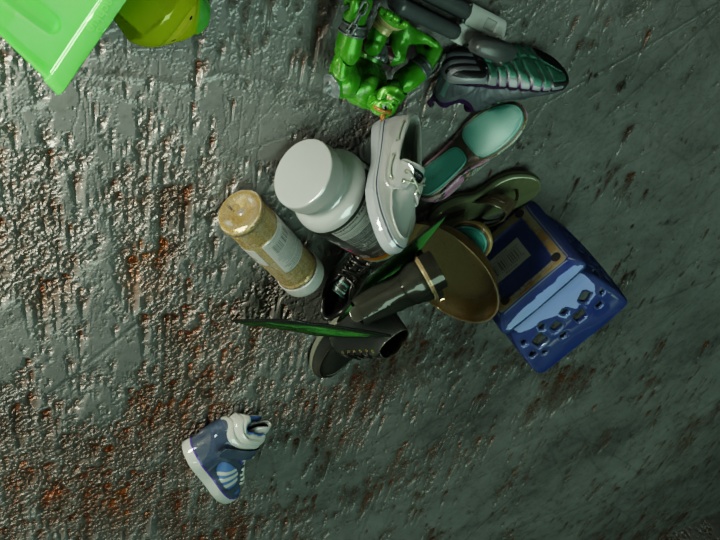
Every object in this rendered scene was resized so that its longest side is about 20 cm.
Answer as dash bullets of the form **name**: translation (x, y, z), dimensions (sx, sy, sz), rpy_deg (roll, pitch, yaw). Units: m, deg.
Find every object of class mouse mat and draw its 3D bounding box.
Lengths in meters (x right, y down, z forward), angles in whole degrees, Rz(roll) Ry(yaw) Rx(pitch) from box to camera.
- **mouse mat**: translation (0.043, -0.001, 1.398), dimensions (0.161, 0.008, 0.200), rpy_deg (-38, 173, -27)
- **mouse mat**: translation (-0.073, 0.088, 1.450), dimensions (0.199, 0.008, 0.160), rpy_deg (11, 170, -41)

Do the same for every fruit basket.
- **fruit basket**: translation (-0.226, -0.267, 0.919), dimensions (0.213, 0.156, 0.217), rpy_deg (-8, 128, -10)

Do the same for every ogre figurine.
- **ogre figurine**: translation (0.023, -0.251, 1.167), dimensions (0.121, 0.098, 0.200), rpy_deg (-60, 169, 14)

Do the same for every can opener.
- **can opener**: translation (0.123, -0.307, 1.191), dimensions (0.199, 0.067, 0.054), rpy_deg (10, 114, -45)

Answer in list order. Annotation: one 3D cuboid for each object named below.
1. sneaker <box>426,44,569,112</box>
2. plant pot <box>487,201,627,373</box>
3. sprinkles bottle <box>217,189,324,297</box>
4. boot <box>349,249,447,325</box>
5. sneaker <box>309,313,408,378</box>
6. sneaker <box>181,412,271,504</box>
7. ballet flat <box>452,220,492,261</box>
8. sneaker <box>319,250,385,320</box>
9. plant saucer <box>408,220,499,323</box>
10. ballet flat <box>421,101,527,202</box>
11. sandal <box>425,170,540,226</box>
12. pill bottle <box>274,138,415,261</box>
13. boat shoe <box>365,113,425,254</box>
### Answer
- **sneaker**: translation (0.186, -0.256, 1.318), dimensions (0.198, 0.075, 0.088), rpy_deg (0, 147, -24)
- **plant pot**: translation (0.290, 0.018, 1.607), dimensions (0.200, 0.201, 0.179), rpy_deg (-41, 137, 12)
- **sprinkles bottle**: translation (-0.120, -0.034, 1.329), dimensions (0.068, 0.069, 0.200), rpy_deg (-35, 144, 4)
- **boot**: translation (0.045, 0.032, 1.377), dimensions (0.137, 0.078, 0.200), rpy_deg (-29, 170, -2)
- **sneaker**: translation (-0.007, 0.128, 1.574), dimensions (0.074, 0.107, 0.201), rpy_deg (8, 128, -43)
- **sneaker**: translation (-0.207, 0.320, 1.667), dimensions (0.145, 0.081, 0.201), rpy_deg (-27, 139, -1)
- **ballet flat**: translation (0.164, -0.041, 1.507), dimensions (0.063, 0.069, 0.200), rpy_deg (-31, 178, -27)
- **sneaker**: translation (0.000, 0.000, 1.435), dimensions (0.201, 0.075, 0.079), rpy_deg (-60, 172, 31)
- **plant saucer**: translation (0.137, -0.006, 1.477), dimensions (0.035, 0.199, 0.201), rpy_deg (-46, 152, -27)
- **ballet flat**: translation (0.162, -0.170, 1.399), dimensions (0.200, 0.069, 0.071), rpy_deg (-40, 162, 17)
- **sandal**: translation (0.197, -0.095, 1.512), dimensions (0.199, 0.058, 0.080), rpy_deg (-22, 144, -15)
- **pill bottle**: translation (-0.019, -0.094, 1.296), dimensions (0.116, 0.117, 0.199), rpy_deg (-43, 143, 15)
- **boat shoe**: translation (0.050, -0.120, 1.243), dimensions (0.066, 0.202, 0.073), rpy_deg (-19, 151, 29)
